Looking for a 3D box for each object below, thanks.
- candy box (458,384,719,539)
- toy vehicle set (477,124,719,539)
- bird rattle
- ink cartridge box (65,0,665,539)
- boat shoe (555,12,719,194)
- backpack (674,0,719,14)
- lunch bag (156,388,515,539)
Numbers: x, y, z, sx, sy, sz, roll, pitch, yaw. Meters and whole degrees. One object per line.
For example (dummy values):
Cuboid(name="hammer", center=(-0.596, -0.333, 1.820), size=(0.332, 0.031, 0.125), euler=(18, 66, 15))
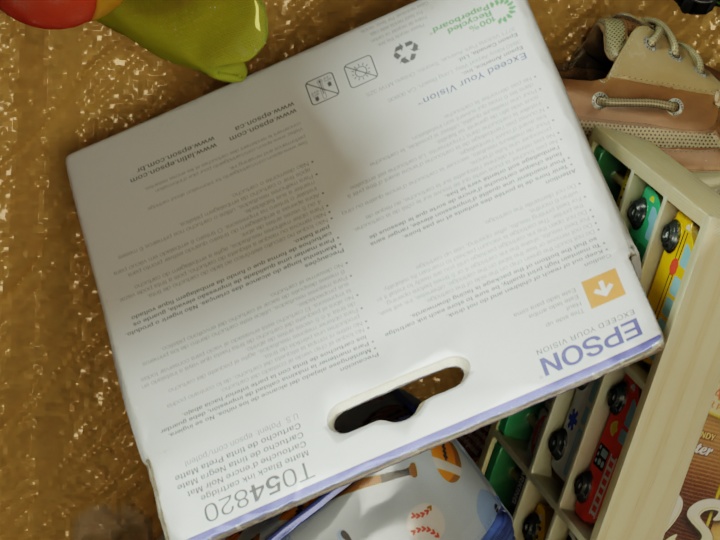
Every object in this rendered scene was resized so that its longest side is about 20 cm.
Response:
Cuboid(name="candy box", center=(0.085, 0.115, 1.183), size=(0.115, 0.055, 0.201), euler=(26, 96, -19))
Cuboid(name="toy vehicle set", center=(0.090, 0.057, 1.068), size=(0.026, 0.124, 0.201), euler=(13, 103, -20))
Cuboid(name="bird rattle", center=(-0.126, -0.122, 1.024), size=(0.199, 0.163, 0.114), euler=(-7, 86, -23))
Cuboid(name="ink cartridge box", center=(0.000, 0.000, 1.045), size=(0.198, 0.201, 0.041), euler=(-23, 142, 6))
Cuboid(name="boat shoe", center=(0.111, -0.067, 1.140), size=(0.198, 0.076, 0.074), euler=(-7, 101, -15))
Cuboid(name="backpack", center=(0.251, -0.136, 1.111), size=(0.199, 0.182, 0.136), euler=(20, 85, -34))
Cuboid(name="lunch bag", center=(-0.026, 0.117, 1.083), size=(0.160, 0.200, 0.076), euler=(-41, 96, -5))
